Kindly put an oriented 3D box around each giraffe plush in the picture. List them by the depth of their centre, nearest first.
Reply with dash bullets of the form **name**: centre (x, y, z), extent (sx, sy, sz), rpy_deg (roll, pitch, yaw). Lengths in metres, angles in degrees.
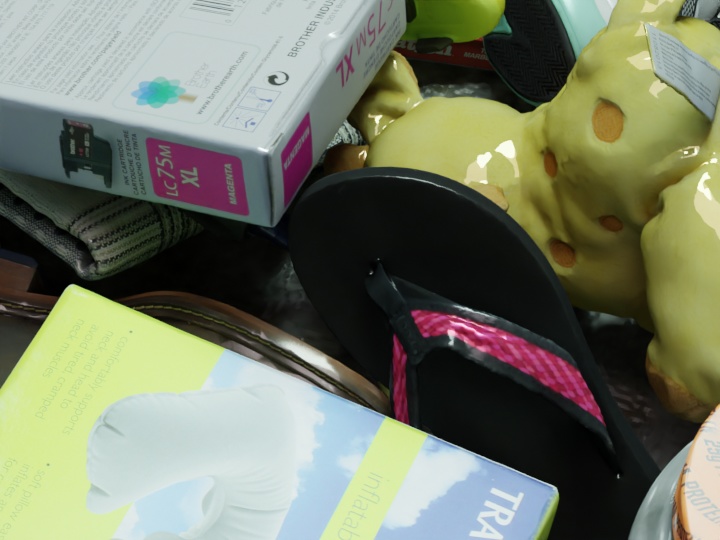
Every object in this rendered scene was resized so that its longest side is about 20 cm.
- **giraffe plush**: centre (0.075, -0.018, 0.870), extent (0.162, 0.200, 0.173), rpy_deg (-13, 53, 30)

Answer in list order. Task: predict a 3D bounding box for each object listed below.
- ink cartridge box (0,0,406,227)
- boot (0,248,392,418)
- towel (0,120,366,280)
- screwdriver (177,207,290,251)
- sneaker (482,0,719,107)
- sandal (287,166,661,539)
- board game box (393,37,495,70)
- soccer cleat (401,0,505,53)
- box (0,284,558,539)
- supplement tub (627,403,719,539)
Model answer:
- **ink cartridge box**: centre (-0.097, -0.082, 0.854), extent (0.200, 0.042, 0.119), rpy_deg (14, 44, 18)
- **boot**: centre (-0.090, 0.058, 0.865), extent (0.200, 0.075, 0.097), rpy_deg (13, 65, 23)
- **towel**: centre (-0.105, -0.085, 0.944), extent (0.200, 0.035, 0.192), rpy_deg (34, 39, 24)
- **screwdriver**: centre (0.000, 0.000, 0.846), extent (0.200, 0.028, 0.029), rpy_deg (29, 65, 7)
- **sneaker**: centre (0.080, -0.163, 0.996), extent (0.140, 0.078, 0.200), rpy_deg (-21, 74, -33)
- **sandal**: centre (0.049, 0.049, 0.807), extent (0.200, 0.075, 0.045), rpy_deg (53, 27, -5)
- **board game box**: centre (0.023, -0.169, 1.035), extent (0.103, 0.019, 0.200), rpy_deg (6, 53, -12)
- **soccer cleat**: centre (-0.020, -0.146, 0.950), extent (0.200, 0.065, 0.084), rpy_deg (24, 64, 32)
- **box**: centre (-0.031, 0.095, 0.767), extent (0.200, 0.048, 0.122), rpy_deg (22, 55, 11)
- **supplement tub**: centre (0.135, 0.119, 0.724), extent (0.122, 0.200, 0.123), rpy_deg (-1, 53, 1)
